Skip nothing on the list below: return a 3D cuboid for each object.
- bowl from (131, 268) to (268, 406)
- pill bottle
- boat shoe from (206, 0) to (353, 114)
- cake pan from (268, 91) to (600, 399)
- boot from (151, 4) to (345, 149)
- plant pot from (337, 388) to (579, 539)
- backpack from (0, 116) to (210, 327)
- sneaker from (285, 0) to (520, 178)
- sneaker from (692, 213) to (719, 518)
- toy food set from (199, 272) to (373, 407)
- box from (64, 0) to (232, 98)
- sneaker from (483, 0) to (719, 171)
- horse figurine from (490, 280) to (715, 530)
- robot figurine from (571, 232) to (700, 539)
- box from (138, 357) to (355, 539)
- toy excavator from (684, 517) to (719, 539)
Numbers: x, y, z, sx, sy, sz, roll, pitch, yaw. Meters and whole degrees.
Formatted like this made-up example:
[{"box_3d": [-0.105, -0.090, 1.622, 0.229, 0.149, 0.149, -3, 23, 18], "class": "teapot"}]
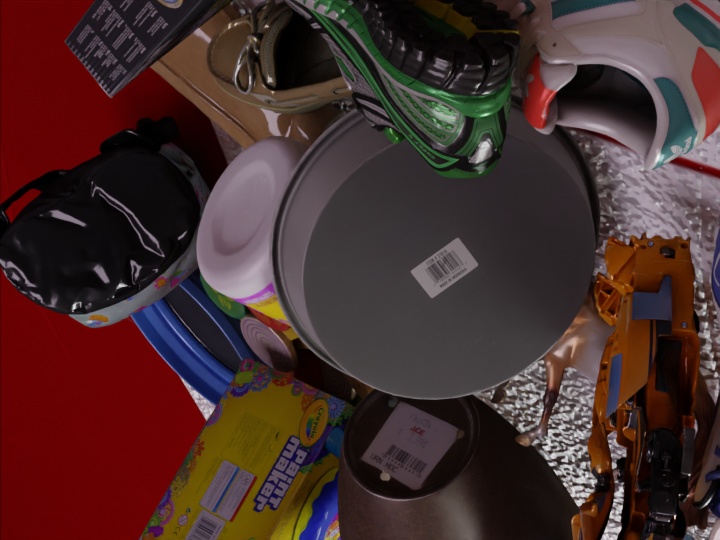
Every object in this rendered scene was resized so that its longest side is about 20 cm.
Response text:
[{"box_3d": [-0.149, 0.049, 1.282, 0.200, 0.039, 0.201, 37, 154, 21], "class": "bowl"}, {"box_3d": [0.000, 0.000, 0.900, 0.199, 0.105, 0.104, 27, 165, -35], "class": "pill bottle"}, {"box_3d": [-0.027, -0.132, 0.840, 0.200, 0.074, 0.063, 14, 179, 40], "class": "boat shoe"}, {"box_3d": [0.047, -0.008, 0.805, 0.037, 0.199, 0.201, -109, -7, -61], "class": "cake pan"}, {"box_3d": [-0.085, -0.105, 0.989, 0.200, 0.066, 0.176, 41, 138, 7], "class": "boot"}, {"box_3d": [0.058, 0.166, 0.975, 0.186, 0.187, 0.201, 26, 156, 32], "class": "plant pot"}, {"box_3d": [-0.184, -0.033, 1.084, 0.127, 0.166, 0.200, 63, -176, -6], "class": "backpack"}, {"box_3d": [0.009, -0.112, 0.714, 0.200, 0.077, 0.086, -128, 31, -48], "class": "sneaker"}, {"box_3d": [0.220, 0.071, 0.728, 0.080, 0.116, 0.200, 6, 139, 24], "class": "sneaker"}, {"box_3d": [-0.039, 0.042, 1.128, 0.200, 0.049, 0.198, 50, 152, -8], "class": "toy food set"}, {"box_3d": [-0.064, -0.184, 0.753, 0.044, 0.160, 0.200, 49, 151, -9], "class": "box"}, {"box_3d": [0.094, -0.122, 0.687, 0.199, 0.093, 0.071, 37, 150, 17], "class": "sneaker"}, {"box_3d": [0.155, 0.072, 0.875, 0.199, 0.050, 0.133, 36, 120, 30], "class": "horse figurine"}, {"box_3d": [0.150, 0.090, 0.767, 0.058, 0.202, 0.145, 6, 164, 7], "class": "robot figurine"}, {"box_3d": [-0.057, 0.215, 1.161, 0.121, 0.201, 0.193, 19, 163, 39], "class": "box"}, {"box_3d": [0.215, 0.203, 0.885, 0.193, 0.100, 0.202, 12, 120, 23], "class": "toy excavator"}]
